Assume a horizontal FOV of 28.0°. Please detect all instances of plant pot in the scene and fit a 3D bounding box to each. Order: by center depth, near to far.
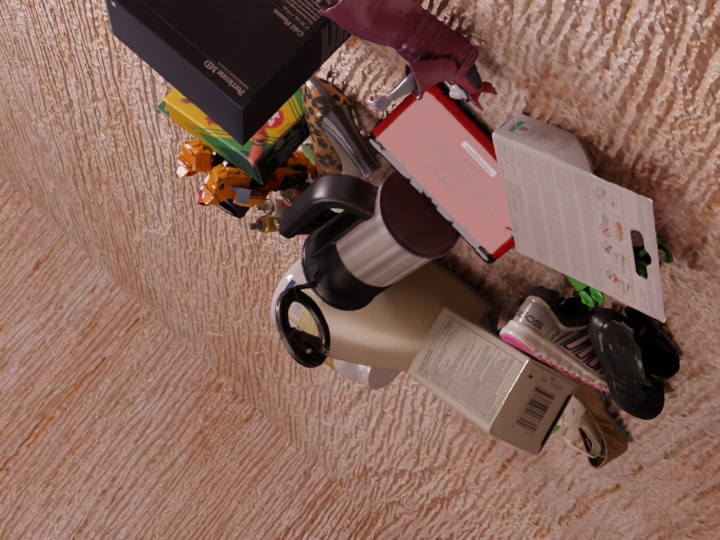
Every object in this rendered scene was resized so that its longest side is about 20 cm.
[{"bbox_3d":[0.075,0.059,1.907,0.199,0.188,0.188,19,154,24],"label":"plant pot"}]

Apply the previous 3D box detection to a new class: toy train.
[{"bbox_3d":[0.265,-0.006,1.503,0.057,0.042,0.200,53,164,3],"label":"toy train"}]

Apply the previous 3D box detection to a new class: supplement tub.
[{"bbox_3d":[-0.021,0.075,2.176,0.200,0.144,0.145,36,162,25],"label":"supplement tub"}]

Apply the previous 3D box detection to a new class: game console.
[{"bbox_3d":[0.115,-0.120,1.610,0.200,0.119,0.172,44,132,-6],"label":"game console"}]

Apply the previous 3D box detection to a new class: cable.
[{"bbox_3d":[-0.053,-0.077,1.861,0.199,0.097,0.051,-2,-124,-53],"label":"cable"}]

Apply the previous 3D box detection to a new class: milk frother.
[{"bbox_3d":[0.000,0.000,1.720,0.179,0.201,0.188,8,155,-31],"label":"milk frother"}]

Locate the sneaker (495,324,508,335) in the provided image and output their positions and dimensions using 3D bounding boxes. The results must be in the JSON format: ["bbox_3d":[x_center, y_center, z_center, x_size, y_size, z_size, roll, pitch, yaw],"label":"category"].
[{"bbox_3d":[0.211,0.092,1.811,0.072,0.072,0.200,44,162,2],"label":"sneaker"}]

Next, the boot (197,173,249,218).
[{"bbox_3d":[-0.204,-0.173,1.999,0.200,0.144,0.072,45,165,-1],"label":"boot"}]

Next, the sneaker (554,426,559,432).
[{"bbox_3d":[0.235,0.180,1.995,0.084,0.076,0.200,54,167,30],"label":"sneaker"}]

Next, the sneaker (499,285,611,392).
[{"bbox_3d":[0.254,0.077,1.678,0.199,0.088,0.074,27,-179,-33],"label":"sneaker"}]

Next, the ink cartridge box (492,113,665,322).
[{"bbox_3d":[0.226,-0.054,1.421,0.199,0.050,0.162,26,146,39],"label":"ink cartridge box"}]

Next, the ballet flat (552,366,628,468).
[{"bbox_3d":[0.285,0.188,1.868,0.068,0.072,0.200,24,154,48],"label":"ballet flat"}]

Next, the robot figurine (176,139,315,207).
[{"bbox_3d":[-0.133,-0.124,1.883,0.199,0.058,0.145,2,-148,-40],"label":"robot figurine"}]

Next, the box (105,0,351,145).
[{"bbox_3d":[-0.138,-0.273,1.533,0.200,0.182,0.104,41,164,9],"label":"box"}]

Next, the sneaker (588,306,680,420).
[{"bbox_3d":[0.318,0.109,1.620,0.104,0.060,0.200,27,154,55],"label":"sneaker"}]

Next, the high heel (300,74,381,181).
[{"bbox_3d":[-0.044,-0.172,1.791,0.143,0.071,0.200,57,164,-6],"label":"high heel"}]

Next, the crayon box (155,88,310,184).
[{"bbox_3d":[-0.158,-0.211,1.827,0.200,0.127,0.051,34,161,26],"label":"crayon box"}]

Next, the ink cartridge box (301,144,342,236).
[{"bbox_3d":[-0.032,-0.076,2.008,0.145,0.048,0.200,37,165,23],"label":"ink cartridge box"}]

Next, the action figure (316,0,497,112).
[{"bbox_3d":[0.057,-0.233,1.392,0.199,0.134,0.149,33,122,-8],"label":"action figure"}]

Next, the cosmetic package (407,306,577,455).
[{"bbox_3d":[0.155,0.130,1.729,0.087,0.104,0.200,27,-176,-32],"label":"cosmetic package"}]
